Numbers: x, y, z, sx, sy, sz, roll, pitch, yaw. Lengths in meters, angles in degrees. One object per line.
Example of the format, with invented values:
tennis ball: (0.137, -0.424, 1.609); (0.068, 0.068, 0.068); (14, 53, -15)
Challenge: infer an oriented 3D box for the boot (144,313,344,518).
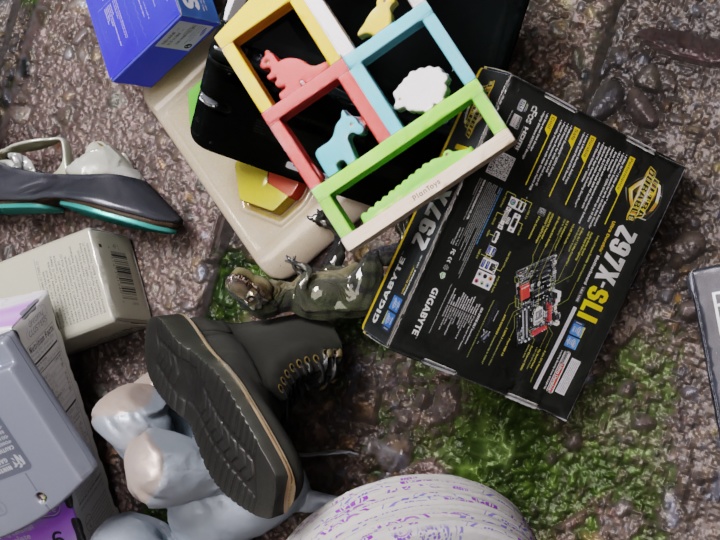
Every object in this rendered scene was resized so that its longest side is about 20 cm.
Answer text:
boot: (-0.050, 0.083, 0.973); (0.200, 0.138, 0.078); (50, 135, 44)

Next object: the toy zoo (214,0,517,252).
toy zoo: (-0.006, -0.131, 0.911); (0.131, 0.020, 0.200); (-34, 83, 9)

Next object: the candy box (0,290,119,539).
candy box: (-0.298, 0.128, 1.077); (0.167, 0.072, 0.201); (-8, 111, 15)

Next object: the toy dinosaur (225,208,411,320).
toy dinosaur: (0.000, 0.000, 1.033); (0.199, 0.047, 0.089); (5, 72, -9)

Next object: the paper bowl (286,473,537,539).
paper bowl: (0.031, 0.226, 0.957); (0.200, 0.104, 0.201); (-6, 118, -11)

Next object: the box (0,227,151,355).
box: (-0.275, 0.037, 1.127); (0.199, 0.068, 0.083); (-19, 80, 17)

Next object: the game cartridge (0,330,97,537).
game cartridge: (-0.287, 0.131, 1.005); (0.199, 0.040, 0.134); (-21, 103, 27)

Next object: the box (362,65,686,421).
box: (0.113, -0.016, 0.961); (0.201, 0.159, 0.049); (-66, 27, 4)

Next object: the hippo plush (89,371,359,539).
hippo plush: (-0.122, 0.176, 1.046); (0.199, 0.159, 0.161); (16, 113, -21)

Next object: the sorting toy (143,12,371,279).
sorting toy: (-0.055, -0.124, 1.083); (0.185, 0.036, 0.200); (-40, 74, 11)

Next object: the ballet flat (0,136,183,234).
ballet flat: (-0.231, -0.072, 1.123); (0.199, 0.073, 0.073); (7, 87, 21)

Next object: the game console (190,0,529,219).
game console: (-0.003, -0.148, 1.002); (0.199, 0.176, 0.117); (19, 57, -5)

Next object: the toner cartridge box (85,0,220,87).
toner cartridge box: (-0.181, -0.255, 1.107); (0.095, 0.043, 0.201); (-33, 67, 35)

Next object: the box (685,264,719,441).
box: (0.329, 0.083, 0.887); (0.199, 0.123, 0.199); (-11, 80, 19)
